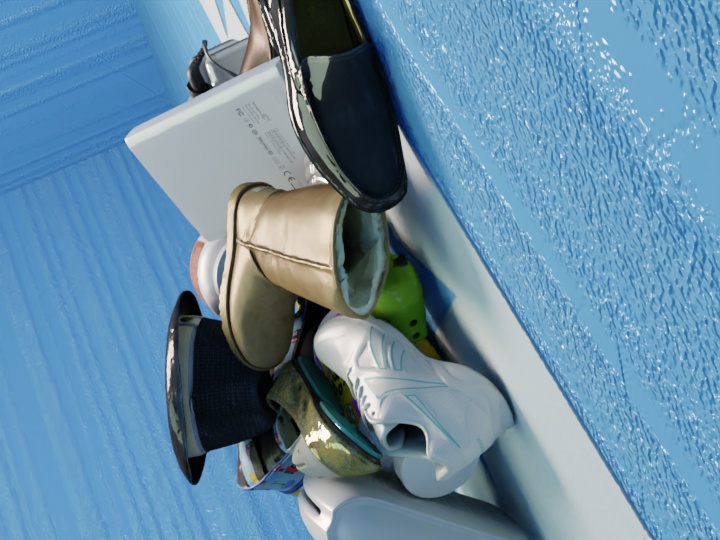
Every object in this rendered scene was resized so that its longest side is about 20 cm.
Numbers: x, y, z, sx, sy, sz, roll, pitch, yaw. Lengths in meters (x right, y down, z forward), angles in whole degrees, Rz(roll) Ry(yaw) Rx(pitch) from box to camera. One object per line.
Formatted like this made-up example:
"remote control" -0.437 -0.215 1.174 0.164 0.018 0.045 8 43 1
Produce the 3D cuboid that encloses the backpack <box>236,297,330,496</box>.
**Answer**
"backpack" -0.051 0.146 1.168 0.134 0.183 0.201 30 -147 -21

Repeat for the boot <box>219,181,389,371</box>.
"boot" -0.049 0.013 0.898 0.199 0.066 0.177 14 112 58

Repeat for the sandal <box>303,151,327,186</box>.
"sandal" -0.014 -0.113 0.898 0.082 0.049 0.205 6 107 63

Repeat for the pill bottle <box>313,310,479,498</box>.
"pill bottle" 0.033 0.112 1.000 0.200 0.103 0.105 -126 15 -54

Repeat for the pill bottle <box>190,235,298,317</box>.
"pill bottle" -0.119 0.001 1.171 0.113 0.111 0.200 67 170 -8

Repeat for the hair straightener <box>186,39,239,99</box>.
"hair straightener" -0.100 -0.126 1.032 0.041 0.076 0.201 -63 -37 -42

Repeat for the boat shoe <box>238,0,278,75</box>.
"boat shoe" -0.082 -0.180 1.025 0.075 0.074 0.204 -124 14 -50

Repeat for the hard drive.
"hard drive" -0.105 -0.104 1.006 0.132 0.199 0.027 52 -138 -25

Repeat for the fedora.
"fedora" -0.126 0.108 1.058 0.201 0.090 0.203 -3 -90 -90

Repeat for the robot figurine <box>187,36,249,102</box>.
"robot figurine" -0.111 -0.142 1.178 0.169 0.112 0.202 15 130 59

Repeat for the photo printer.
"photo printer" 0.042 0.225 0.976 0.166 0.198 0.070 -165 94 -80

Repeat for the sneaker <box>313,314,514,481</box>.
"sneaker" 0.023 0.095 0.882 0.199 0.080 0.071 24 149 42

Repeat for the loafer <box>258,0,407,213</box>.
"loafer" -0.019 -0.137 0.780 0.202 0.072 0.072 64 167 5

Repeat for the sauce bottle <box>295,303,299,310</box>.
"sauce bottle" -0.063 0.022 1.490 0.065 0.064 0.202 -132 20 -64

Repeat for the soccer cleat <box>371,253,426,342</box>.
"soccer cleat" 0.000 0.000 0.990 0.200 0.067 0.082 48 159 57

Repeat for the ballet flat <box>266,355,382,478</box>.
"ballet flat" -0.036 0.137 0.942 0.071 0.070 0.200 70 169 -23
